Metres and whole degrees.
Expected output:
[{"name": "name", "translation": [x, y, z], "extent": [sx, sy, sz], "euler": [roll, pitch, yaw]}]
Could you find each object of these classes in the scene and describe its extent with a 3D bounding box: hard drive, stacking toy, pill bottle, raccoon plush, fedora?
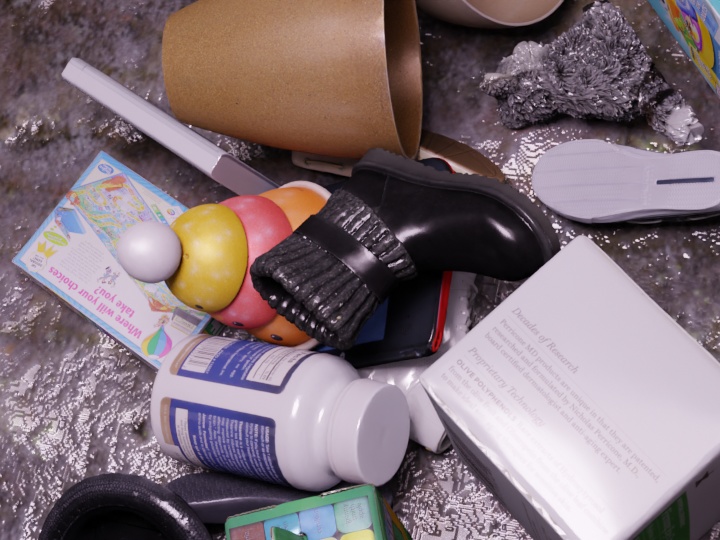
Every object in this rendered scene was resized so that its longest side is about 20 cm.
[{"name": "hard drive", "translation": [-0.161, -0.118, 1.509], "extent": [0.200, 0.132, 0.027], "euler": [34, 92, 31]}, {"name": "stacking toy", "translation": [-0.116, -0.010, 1.381], "extent": [0.146, 0.199, 0.147], "euler": [-8, 79, 48]}, {"name": "pill bottle", "translation": [-0.064, 0.118, 1.383], "extent": [0.199, 0.111, 0.112], "euler": [8, 68, 32]}, {"name": "raccoon plush", "translation": [0.187, -0.149, 1.445], "extent": [0.134, 0.097, 0.200], "euler": [-32, 31, 2]}, {"name": "fedora", "translation": [-0.168, 0.251, 1.362], "extent": [0.199, 0.092, 0.202], "euler": [5, 102, 22]}]

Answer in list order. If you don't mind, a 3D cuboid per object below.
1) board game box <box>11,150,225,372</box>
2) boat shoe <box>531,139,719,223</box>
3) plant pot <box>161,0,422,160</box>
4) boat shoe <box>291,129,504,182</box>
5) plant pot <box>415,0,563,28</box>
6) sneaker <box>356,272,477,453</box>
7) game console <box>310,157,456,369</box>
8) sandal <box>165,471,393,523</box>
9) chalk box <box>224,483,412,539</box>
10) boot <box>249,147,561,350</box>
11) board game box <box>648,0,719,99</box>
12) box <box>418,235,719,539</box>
[{"name": "board game box", "translation": [-0.201, -0.004, 1.536], "extent": [0.199, 0.034, 0.135], "euler": [34, 78, 24]}, {"name": "boat shoe", "translation": [0.241, -0.066, 1.438], "extent": [0.199, 0.071, 0.073], "euler": [8, 81, 38]}, {"name": "plant pot", "translation": [-0.059, -0.176, 1.422], "extent": [0.198, 0.187, 0.188], "euler": [-4, 66, 11]}, {"name": "boat shoe", "translation": [0.031, -0.093, 1.507], "extent": [0.199, 0.072, 0.065], "euler": [19, 108, 16]}, {"name": "plant pot", "translation": [0.085, -0.310, 1.533], "extent": [0.134, 0.200, 0.201], "euler": [-5, 60, 51]}, {"name": "sneaker", "translation": [0.083, 0.055, 1.425], "extent": [0.115, 0.074, 0.201], "euler": [28, 85, 21]}, {"name": "game console", "translation": [0.000, 0.000, 1.436], "extent": [0.199, 0.031, 0.178], "euler": [-13, 56, 42]}, {"name": "sandal", "translation": [-0.066, 0.195, 1.407], "extent": [0.199, 0.076, 0.043], "euler": [-2, 110, 17]}, {"name": "chalk box", "translation": [-0.024, 0.246, 1.290], "extent": [0.123, 0.200, 0.126], "euler": [-14, 65, 7]}, {"name": "boot", "translation": [0.033, -0.003, 1.303], "extent": [0.210, 0.080, 0.158], "euler": [18, 52, 37]}, {"name": "board game box", "translation": [0.287, -0.246, 1.458], "extent": [0.047, 0.151, 0.201], "euler": [-30, 63, 0]}, {"name": "box", "translation": [0.180, 0.124, 1.295], "extent": [0.171, 0.199, 0.200], "euler": [-41, 66, -7]}]
